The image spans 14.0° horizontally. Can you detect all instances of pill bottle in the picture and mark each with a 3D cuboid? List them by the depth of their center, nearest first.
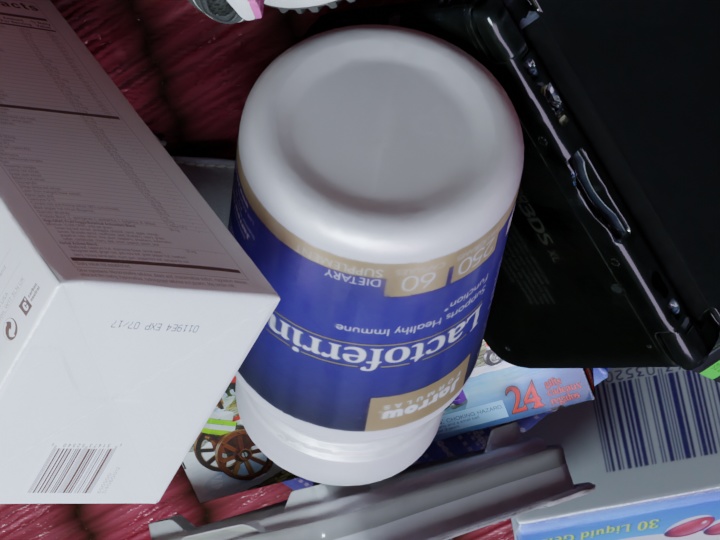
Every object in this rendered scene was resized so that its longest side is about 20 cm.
[{"bbox_3d":[0.000,0.000,1.238,0.116,0.116,0.200,-3,145,-8],"label":"pill bottle"}]

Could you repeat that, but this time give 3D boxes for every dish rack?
[{"bbox_3d":[-0.006,0.115,1.382,0.172,0.044,0.200,-15,179,42],"label":"dish rack"}]

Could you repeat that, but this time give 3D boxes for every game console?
[{"bbox_3d":[0.105,-0.066,1.271,0.176,0.116,0.200,-3,130,45],"label":"game console"}]

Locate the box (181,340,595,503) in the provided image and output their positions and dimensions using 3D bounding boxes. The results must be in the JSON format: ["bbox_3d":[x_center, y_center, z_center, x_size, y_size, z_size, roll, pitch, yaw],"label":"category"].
[{"bbox_3d":[-0.005,0.023,1.371,0.200,0.038,0.137,-16,121,12],"label":"box"}]

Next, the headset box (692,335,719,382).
[{"bbox_3d":[0.262,-0.006,1.388,0.200,0.093,0.174,24,133,-38],"label":"headset box"}]

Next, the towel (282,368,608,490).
[{"bbox_3d":[0.014,0.055,1.447,0.145,0.024,0.200,35,129,-20],"label":"towel"}]

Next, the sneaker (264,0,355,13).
[{"bbox_3d":[0.017,-0.177,1.124,0.200,0.070,0.093,-25,124,27],"label":"sneaker"}]

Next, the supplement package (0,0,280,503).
[{"bbox_3d":[-0.143,-0.015,1.156,0.114,0.200,0.110,5,126,-44],"label":"supplement package"}]

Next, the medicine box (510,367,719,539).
[{"bbox_3d":[0.171,0.126,1.552,0.182,0.103,0.200,-11,145,4],"label":"medicine box"}]

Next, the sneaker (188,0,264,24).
[{"bbox_3d":[-0.103,-0.172,1.083,0.086,0.080,0.200,-16,125,29],"label":"sneaker"}]

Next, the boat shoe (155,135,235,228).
[{"bbox_3d":[-0.131,-0.020,1.300,0.202,0.075,0.065,-3,148,-3],"label":"boat shoe"}]
